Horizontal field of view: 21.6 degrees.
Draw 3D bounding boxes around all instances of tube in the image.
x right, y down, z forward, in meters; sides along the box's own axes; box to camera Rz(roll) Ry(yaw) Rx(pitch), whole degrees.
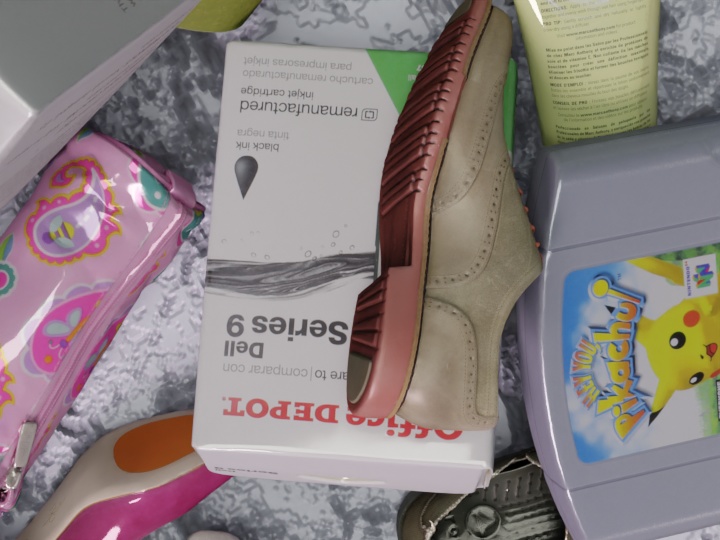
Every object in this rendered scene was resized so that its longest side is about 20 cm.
[{"bbox_3d":[0.113,-0.079,0.898,0.058,0.052,0.201,-40,138,-29],"label":"tube"}]

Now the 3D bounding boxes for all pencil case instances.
[{"bbox_3d":[-0.159,0.028,0.943,0.087,0.087,0.201,32,85,-1],"label":"pencil case"}]

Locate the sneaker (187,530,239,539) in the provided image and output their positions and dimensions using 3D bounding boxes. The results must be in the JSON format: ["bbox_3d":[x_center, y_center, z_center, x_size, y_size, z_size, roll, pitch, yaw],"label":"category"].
[{"bbox_3d":[-0.118,0.215,0.990,0.200,0.075,0.081,-42,53,18],"label":"sneaker"}]

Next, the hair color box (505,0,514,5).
[{"bbox_3d":[0.087,-0.233,0.909,0.060,0.099,0.202,-8,96,2],"label":"hair color box"}]

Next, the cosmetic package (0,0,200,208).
[{"bbox_3d":[-0.205,-0.104,0.832,0.167,0.166,0.200,47,127,-6],"label":"cosmetic package"}]

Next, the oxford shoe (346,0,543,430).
[{"bbox_3d":[0.048,-0.025,0.854,0.074,0.070,0.202,15,81,-12],"label":"oxford shoe"}]

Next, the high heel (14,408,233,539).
[{"bbox_3d":[-0.129,0.146,0.989,0.199,0.067,0.096,-27,119,-5],"label":"high heel"}]

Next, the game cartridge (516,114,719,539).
[{"bbox_3d":[0.141,0.033,0.897,0.132,0.040,0.202,-10,107,-10],"label":"game cartridge"}]

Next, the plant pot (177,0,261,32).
[{"bbox_3d":[-0.070,-0.224,0.895,0.186,0.187,0.201,19,112,1],"label":"plant pot"}]

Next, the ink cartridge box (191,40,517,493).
[{"bbox_3d":[0.000,0.000,0.919,0.144,0.084,0.202,3,78,2],"label":"ink cartridge box"}]

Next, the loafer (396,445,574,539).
[{"bbox_3d":[0.113,0.115,0.960,0.199,0.070,0.076,-25,94,6],"label":"loafer"}]
